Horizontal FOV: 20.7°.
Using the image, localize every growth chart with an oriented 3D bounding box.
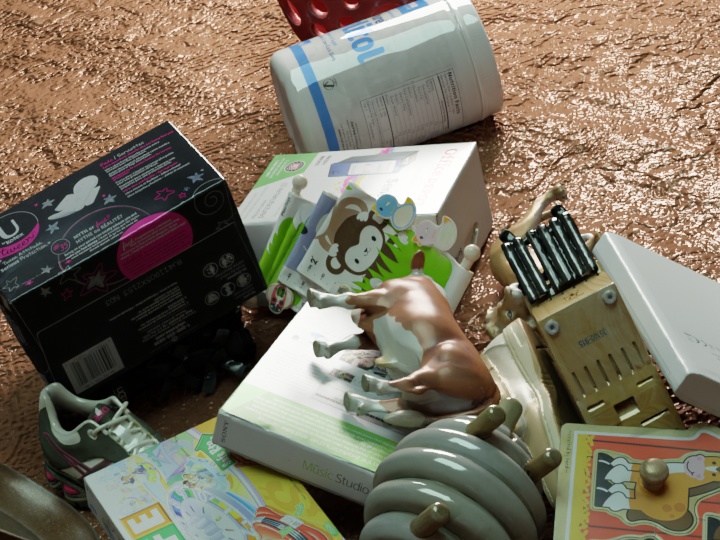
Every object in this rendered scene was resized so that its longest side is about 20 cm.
[{"bbox_3d":[0.000,0.000,1.624,0.199,0.145,0.018,26,14,29],"label":"growth chart"}]

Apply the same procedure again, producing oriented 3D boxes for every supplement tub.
[{"bbox_3d":[0.023,-0.180,1.899,0.199,0.132,0.132,-21,32,-6],"label":"supplement tub"}]

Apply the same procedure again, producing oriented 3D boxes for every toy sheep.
[{"bbox_3d":[0.069,0.163,1.352,0.137,0.138,0.200,10,45,35],"label":"toy sheep"}]

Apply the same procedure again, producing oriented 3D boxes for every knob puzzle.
[{"bbox_3d":[0.229,0.175,1.309,0.218,0.031,0.220,-1,46,1],"label":"knob puzzle"}]

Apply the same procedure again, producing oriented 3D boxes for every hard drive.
[{"bbox_3d":[0.256,0.051,1.461,0.026,0.131,0.200,-57,25,20],"label":"hard drive"}]

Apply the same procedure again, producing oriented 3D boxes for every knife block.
[{"bbox_3d":[0.173,0.052,1.476,0.064,0.201,0.176,-27,6,4],"label":"knife block"}]

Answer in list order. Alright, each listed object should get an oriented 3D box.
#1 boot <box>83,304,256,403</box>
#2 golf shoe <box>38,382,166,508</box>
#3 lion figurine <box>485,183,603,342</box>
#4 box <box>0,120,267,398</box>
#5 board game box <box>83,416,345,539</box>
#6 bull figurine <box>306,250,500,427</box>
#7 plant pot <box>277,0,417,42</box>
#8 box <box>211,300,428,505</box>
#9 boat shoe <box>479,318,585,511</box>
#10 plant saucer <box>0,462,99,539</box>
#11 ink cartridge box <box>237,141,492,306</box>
[{"bbox_3d":[-0.189,0.044,1.707,0.162,0.074,0.198,-25,40,-8],"label":"boot"},{"bbox_3d":[-0.181,0.150,1.529,0.199,0.088,0.077,13,41,36],"label":"golf shoe"},{"bbox_3d":[0.146,0.004,1.634,0.122,0.073,0.200,-32,18,3],"label":"lion figurine"},{"bbox_3d":[-0.200,-0.007,1.616,0.199,0.132,0.115,-30,43,-12],"label":"box"},{"bbox_3d":[-0.095,0.195,1.413,0.134,0.034,0.200,-24,47,-21],"label":"board game box"},{"bbox_3d":[0.031,0.052,1.494,0.121,0.065,0.200,-8,31,-20],"label":"bull figurine"},{"bbox_3d":[0.012,-0.288,2.020,0.199,0.183,0.201,-11,32,7],"label":"plant pot"},{"bbox_3d":[-0.009,0.097,1.501,0.144,0.036,0.200,21,30,11],"label":"box"},{"bbox_3d":[0.127,0.122,1.458,0.069,0.074,0.200,-35,34,14],"label":"boat shoe"},{"bbox_3d":[-0.294,0.177,1.488,0.200,0.200,0.037,33,96,50],"label":"plant saucer"},{"bbox_3d":[0.002,-0.041,1.732,0.199,0.088,0.145,-1,29,21],"label":"ink cartridge box"}]
